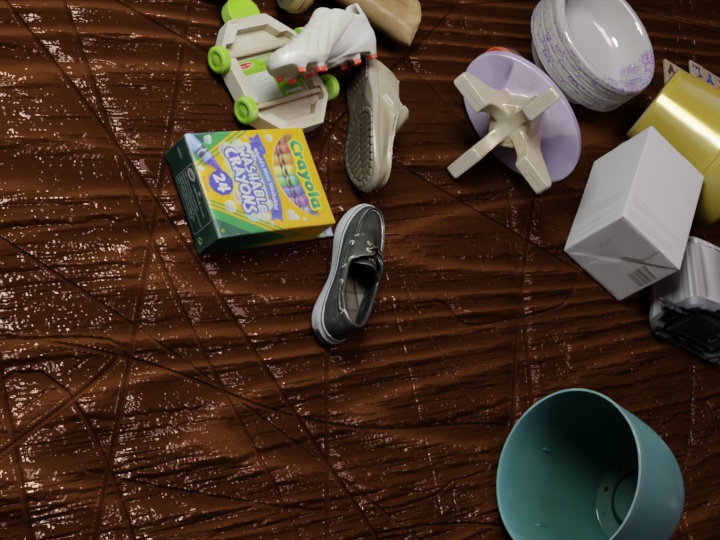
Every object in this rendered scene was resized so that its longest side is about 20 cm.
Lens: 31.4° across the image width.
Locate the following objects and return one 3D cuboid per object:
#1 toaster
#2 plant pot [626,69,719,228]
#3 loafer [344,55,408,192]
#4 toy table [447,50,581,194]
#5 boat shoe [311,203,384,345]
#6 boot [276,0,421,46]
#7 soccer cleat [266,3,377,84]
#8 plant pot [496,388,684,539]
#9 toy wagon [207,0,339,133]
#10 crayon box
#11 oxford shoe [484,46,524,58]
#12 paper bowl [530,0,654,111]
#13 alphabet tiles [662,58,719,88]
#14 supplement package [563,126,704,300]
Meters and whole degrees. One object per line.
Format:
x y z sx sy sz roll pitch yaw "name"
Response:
0.491 0.039 1.847 0.199 0.114 0.130 23 50 -26 "toaster"
0.518 -0.199 1.949 0.189 0.201 0.201 39 46 4 "plant pot"
0.024 -0.184 1.605 0.068 0.076 0.201 15 58 -26 "loafer"
0.204 -0.193 1.700 0.200 0.184 0.117 41 30 2 "toy table"
0.000 0.000 1.494 0.069 0.056 0.201 40 49 -28 "boat shoe"
-0.008 -0.351 1.661 0.199 0.066 0.176 29 41 -26 "boot"
-0.053 -0.275 1.539 0.200 0.069 0.078 -26 98 -52 "soccer cleat"
0.287 0.258 1.512 0.161 0.200 0.202 25 52 -42 "plant pot"
-0.116 -0.257 1.554 0.155 0.040 0.201 -23 82 -44 "toy wagon"
-0.112 -0.095 1.462 0.199 0.052 0.126 -9 74 -42 "crayon box"
0.249 -0.234 1.822 0.072 0.071 0.201 -19 80 -48 "oxford shoe"
0.336 -0.332 1.920 0.200 0.104 0.202 18 58 -31 "paper bowl"
0.584 -0.277 2.163 0.199 0.008 0.168 23 55 -29 "alphabet tiles"
0.392 -0.082 1.821 0.120 0.121 0.200 40 49 -15 "supplement package"
